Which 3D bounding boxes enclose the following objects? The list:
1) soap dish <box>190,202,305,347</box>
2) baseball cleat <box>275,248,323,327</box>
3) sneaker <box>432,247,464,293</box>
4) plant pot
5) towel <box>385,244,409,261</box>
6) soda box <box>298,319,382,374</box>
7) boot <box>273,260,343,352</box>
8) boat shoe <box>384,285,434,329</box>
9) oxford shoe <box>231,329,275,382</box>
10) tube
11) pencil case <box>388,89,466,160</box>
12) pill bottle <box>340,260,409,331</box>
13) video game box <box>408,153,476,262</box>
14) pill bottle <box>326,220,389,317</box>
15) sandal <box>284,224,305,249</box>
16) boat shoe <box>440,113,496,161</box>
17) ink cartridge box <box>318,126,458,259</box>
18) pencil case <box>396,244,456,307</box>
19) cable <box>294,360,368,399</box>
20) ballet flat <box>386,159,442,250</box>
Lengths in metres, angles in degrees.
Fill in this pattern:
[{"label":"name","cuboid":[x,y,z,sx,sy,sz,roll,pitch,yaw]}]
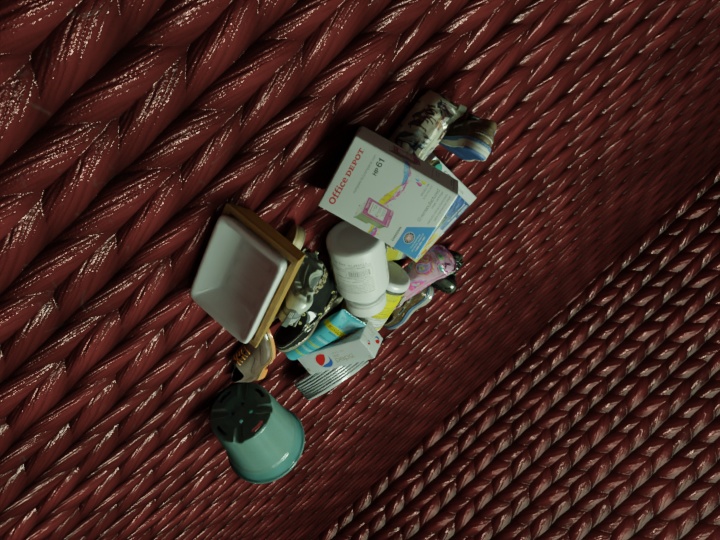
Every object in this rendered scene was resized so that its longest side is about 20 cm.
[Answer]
[{"label":"soap dish","cuboid":[-0.188,0.007,0.992,0.081,0.157,0.200,-32,156,-56]},{"label":"baseball cleat","cuboid":[-0.124,0.034,1.117,0.106,0.070,0.200,-52,-170,23]},{"label":"sneaker","cuboid":[0.220,-0.005,1.526,0.114,0.076,0.199,-52,-174,3]},{"label":"plant pot","cuboid":[-0.251,0.374,1.405,0.200,0.200,0.196,-34,144,-15]},{"label":"towel","cuboid":[0.123,-0.084,1.383,0.200,0.023,0.144,-7,128,-49]},{"label":"soda box","cuboid":[-0.051,0.181,1.384,0.200,0.064,0.068,-21,-153,34]},{"label":"boot","cuboid":[-0.124,0.073,1.246,0.200,0.073,0.151,-42,154,-9]},{"label":"boat shoe","cuboid":[0.106,0.085,1.575,0.072,0.072,0.200,22,132,-27]},{"label":"oxford shoe","cuboid":[-0.233,0.182,1.268,0.073,0.071,0.200,-16,143,-33]},{"label":"tube","cuboid":[-0.088,0.144,1.343,0.200,0.050,0.077,-30,136,27]},{"label":"pencil case","cuboid":[0.103,-0.236,1.082,0.200,0.089,0.078,-51,152,15]},{"label":"pill bottle","cuboid":[0.023,0.075,1.400,0.112,0.112,0.200,-7,138,-48]},{"label":"video game box","cuboid":[0.129,-0.133,1.264,0.200,0.047,0.182,-48,134,11]},{"label":"pill bottle","cuboid":[0.000,0.000,1.221,0.114,0.114,0.200,-32,139,-20]},{"label":"sandal","cuboid":[-0.180,0.000,1.101,0.070,0.078,0.212,21,110,-26]},{"label":"boat shoe","cuboid":[0.205,-0.250,1.106,0.072,0.200,0.072,30,97,-19]},{"label":"ink cartridge box","cuboid":[0.047,-0.135,1.026,0.145,0.200,0.085,-59,-175,27]},{"label":"pencil case","cuboid":[0.135,0.018,1.435,0.200,0.088,0.087,-36,159,31]},{"label":"cable","cuboid":[-0.073,0.259,1.522,0.200,0.069,0.200,-32,177,-6]},{"label":"ballet flat","cuboid":[0.090,-0.136,1.160,0.070,0.065,0.200,0,123,-52]}]
